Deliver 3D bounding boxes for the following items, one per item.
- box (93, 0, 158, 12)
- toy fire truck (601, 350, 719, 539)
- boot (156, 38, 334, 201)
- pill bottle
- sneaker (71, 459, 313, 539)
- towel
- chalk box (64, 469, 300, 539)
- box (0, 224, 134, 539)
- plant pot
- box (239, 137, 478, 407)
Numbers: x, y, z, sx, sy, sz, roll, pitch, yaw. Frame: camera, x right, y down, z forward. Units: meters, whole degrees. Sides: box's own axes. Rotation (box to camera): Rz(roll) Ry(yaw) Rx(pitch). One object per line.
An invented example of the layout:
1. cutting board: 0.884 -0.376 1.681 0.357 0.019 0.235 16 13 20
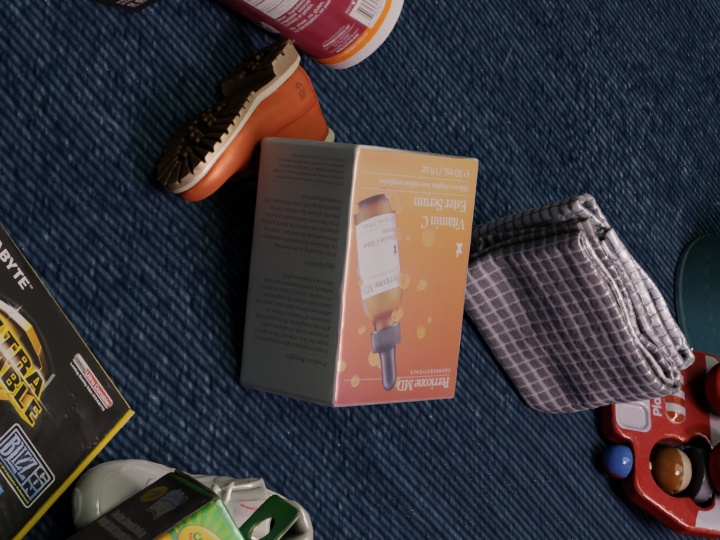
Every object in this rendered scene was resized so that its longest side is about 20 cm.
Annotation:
1. box: -0.157 -0.323 1.306 0.086 0.163 0.201 12 68 -46
2. toy fire truck: 0.315 0.167 1.725 0.167 0.112 0.201 12 65 -20
3. boot: -0.085 -0.097 1.380 0.107 0.075 0.200 61 40 -21
4. pill bottle: -0.068 -0.259 1.421 0.200 0.114 0.115 27 57 -39
5. sneaker: -0.114 0.171 1.226 0.200 0.099 0.078 14 66 -45
6. towel: 0.189 0.039 1.568 0.200 0.165 0.086 55 49 -19
7. chalk box: -0.124 0.218 1.118 0.200 0.124 0.124 -31 102 -16
8. box: -0.261 0.068 1.138 0.200 0.049 0.160 58 44 -17
9. plant pot: 0.479 0.035 1.878 0.200 0.188 0.201 20 62 -43
10. box: 0.000 0.000 1.366 0.152 0.106 0.201 0 97 -48
